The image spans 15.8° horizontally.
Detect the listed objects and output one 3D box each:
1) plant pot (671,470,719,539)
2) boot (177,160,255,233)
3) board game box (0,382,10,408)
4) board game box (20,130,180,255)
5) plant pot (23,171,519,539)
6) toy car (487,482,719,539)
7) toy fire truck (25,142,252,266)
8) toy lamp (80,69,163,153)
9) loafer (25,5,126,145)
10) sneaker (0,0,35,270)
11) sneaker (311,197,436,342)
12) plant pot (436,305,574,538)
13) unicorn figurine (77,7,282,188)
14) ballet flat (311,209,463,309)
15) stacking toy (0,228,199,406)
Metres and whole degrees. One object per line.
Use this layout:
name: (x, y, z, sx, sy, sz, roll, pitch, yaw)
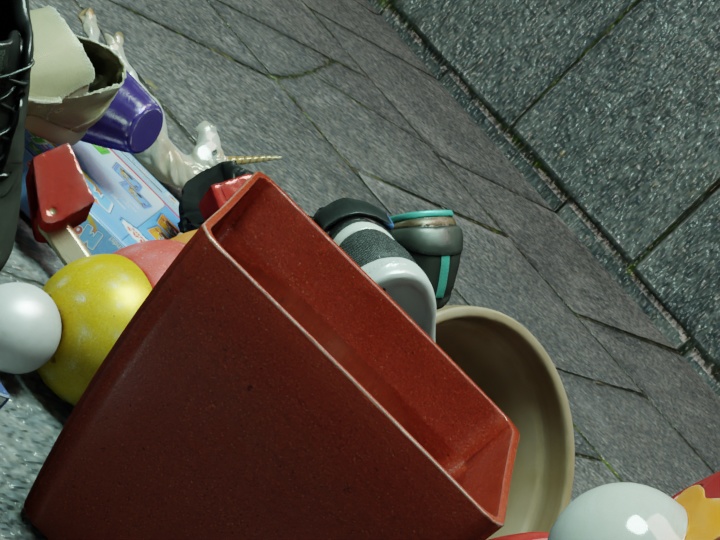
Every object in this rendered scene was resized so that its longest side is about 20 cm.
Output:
plant pot: (0.233, 0.249, 1.725, 0.201, 0.182, 0.201, 52, 20, -28)
boot: (-0.065, -0.008, 1.766, 0.200, 0.076, 0.169, -101, 169, -60)
board game box: (-0.265, 0.003, 1.219, 0.136, 0.034, 0.200, 52, 13, 30)
board game box: (-0.173, -0.046, 1.727, 0.151, 0.037, 0.200, 45, 10, -2)
plant pot: (-0.054, 0.093, 1.310, 0.200, 0.176, 0.200, 45, 12, -3)
toy car: (0.131, 0.193, 1.490, 0.184, 0.200, 0.177, 45, 29, -15)
toy fire truck: (-0.112, 0.007, 1.594, 0.201, 0.140, 0.049, 68, -18, 9)
toy lamp: (-0.213, -0.135, 1.703, 0.199, 0.058, 0.058, 33, 4, 26)
loafer: (-0.204, -0.126, 1.556, 0.076, 0.068, 0.200, 52, 13, 14)
sneaker: (-0.215, -0.094, 1.419, 0.076, 0.201, 0.091, -3, 0, -29)
sneaker: (0.005, 0.044, 1.505, 0.112, 0.073, 0.201, -116, -159, -46)
plant pot: (0.036, 0.122, 1.637, 0.092, 0.202, 0.201, 2, -27, 48)
unicorn figurine: (-0.173, -0.123, 1.951, 0.199, 0.074, 0.138, 3, 52, -54)
ballet flat: (0.000, 0.000, 1.591, 0.068, 0.069, 0.200, -5, 2, -24)
stacking toy: (-0.134, 0.032, 1.433, 0.199, 0.146, 0.146, 10, 34, -45)
